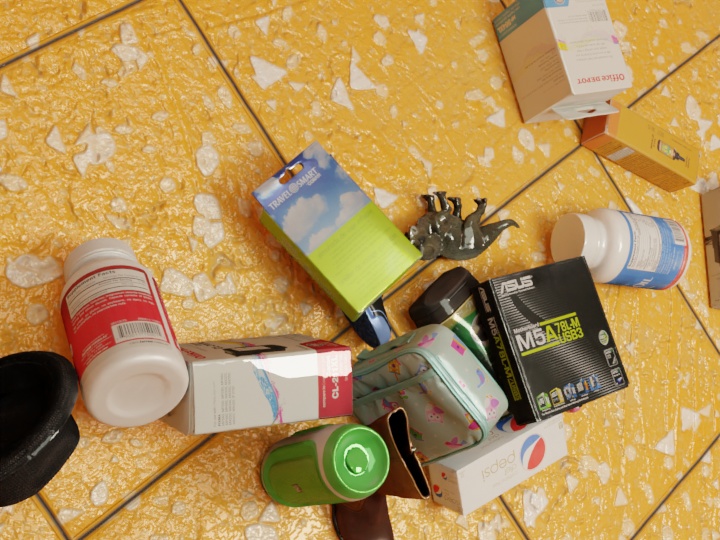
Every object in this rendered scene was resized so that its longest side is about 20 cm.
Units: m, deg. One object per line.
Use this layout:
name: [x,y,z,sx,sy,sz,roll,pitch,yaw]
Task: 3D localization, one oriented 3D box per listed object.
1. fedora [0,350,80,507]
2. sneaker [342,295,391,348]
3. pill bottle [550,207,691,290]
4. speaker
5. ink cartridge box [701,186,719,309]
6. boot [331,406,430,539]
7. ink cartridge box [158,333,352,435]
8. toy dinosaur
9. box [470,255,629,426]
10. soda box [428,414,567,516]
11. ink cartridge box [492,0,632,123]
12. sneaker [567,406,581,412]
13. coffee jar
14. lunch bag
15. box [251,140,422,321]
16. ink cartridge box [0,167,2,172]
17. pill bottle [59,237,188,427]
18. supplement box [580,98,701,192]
fedora: [-0.366,0.178,1.091,0.201,0.199,0.092,-53,137,-29]
sneaker: [0.000,0.000,1.379,0.077,0.070,0.202,-28,90,-25]
pill bottle: [0.387,-0.034,1.583,0.198,0.112,0.114,7,73,-27]
speaker: [-0.045,0.226,1.215,0.088,0.200,0.090,8,72,-27]
ink cartridge box: [0.652,-0.036,1.748,0.144,0.083,0.203,9,72,-27]
boot: [0.034,0.264,1.250,0.068,0.200,0.191,-10,81,-31]
ink cartridge box: [-0.128,0.127,1.219,0.198,0.145,0.084,-3,95,-30]
toy dinosaur: [0.130,-0.054,1.478,0.198,0.077,0.104,7,85,-33]
box: [0.259,0.090,1.423,0.198,0.047,0.195,-11,82,-38]
soda box: [0.185,0.248,1.409,0.199,0.063,0.069,-22,111,-33]
ink cartridge box: [0.309,-0.320,1.608,0.127,0.125,0.202,-11,82,-31]
sneaker: [0.292,0.100,1.514,0.087,0.074,0.202,-13,78,-25]
coffee jar: [0.156,0.098,1.431,0.104,0.085,0.201,-42,99,-32]
lunch bag: [0.069,0.156,1.304,0.161,0.199,0.077,49,49,-9]
box: [-0.033,-0.050,1.325,0.122,0.048,0.200,-41,85,-22]
ink cartridge box: [-0.514,-0.091,1.137,0.162,0.050,0.201,44,69,-13]
pill bottle: [-0.264,0.061,1.148,0.111,0.113,0.201,0,42,-29]
supplement box: [0.451,-0.197,1.691,0.198,0.069,0.067,24,67,-20]
